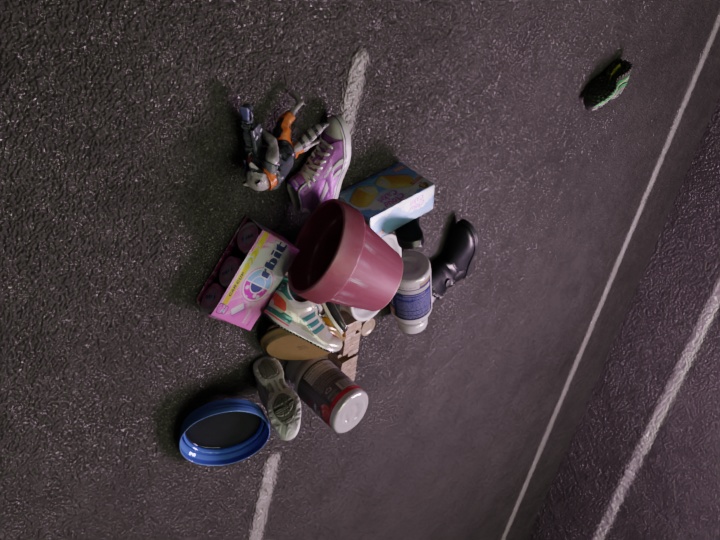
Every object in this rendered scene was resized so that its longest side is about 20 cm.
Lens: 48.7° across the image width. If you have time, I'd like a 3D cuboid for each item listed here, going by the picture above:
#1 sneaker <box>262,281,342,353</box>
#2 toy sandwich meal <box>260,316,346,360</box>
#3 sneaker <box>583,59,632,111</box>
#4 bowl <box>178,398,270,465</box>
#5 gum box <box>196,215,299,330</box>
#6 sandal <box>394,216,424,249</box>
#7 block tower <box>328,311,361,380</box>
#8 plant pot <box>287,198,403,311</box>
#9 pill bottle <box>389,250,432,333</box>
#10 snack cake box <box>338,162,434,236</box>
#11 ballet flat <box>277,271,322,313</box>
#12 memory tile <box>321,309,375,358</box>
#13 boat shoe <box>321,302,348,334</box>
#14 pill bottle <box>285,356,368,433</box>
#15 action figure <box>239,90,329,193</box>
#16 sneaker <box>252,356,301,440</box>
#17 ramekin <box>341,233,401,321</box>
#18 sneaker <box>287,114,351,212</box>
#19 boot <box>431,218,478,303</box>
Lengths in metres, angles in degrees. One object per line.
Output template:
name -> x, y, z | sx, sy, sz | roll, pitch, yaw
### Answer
sneaker -> -0.101, 0.094, 1.612 | 0.198, 0.070, 0.095 | 30, 85, -31
toy sandwich meal -> -0.124, 0.136, 1.748 | 0.199, 0.072, 0.206 | -5, 154, -2
sneaker -> 0.700, -0.505, 2.244 | 0.199, 0.077, 0.086 | -40, 144, -22
bowl -> -0.292, 0.346, 1.706 | 0.195, 0.040, 0.204 | -11, 137, -10
gum box -> -0.222, 0.013, 1.553 | 0.113, 0.066, 0.203 | 28, 96, -50
sandal -> 0.100, -0.092, 1.752 | 0.073, 0.202, 0.049 | -5, 121, 3
block tower -> -0.040, 0.191, 1.911 | 0.057, 0.054, 0.204 | -21, 133, -37
plant pot -> -0.021, -0.012, 1.564 | 0.177, 0.200, 0.203 | 27, 98, -29
pill bottle -> 0.124, 0.059, 1.981 | 0.110, 0.110, 0.203 | -35, 140, -26
snack cake box -> 0.054, -0.149, 1.721 | 0.198, 0.114, 0.068 | -30, 138, -33
ballet flat -> -0.133, 0.031, 1.700 | 0.201, 0.074, 0.065 | 58, 40, -58
memory tile -> -0.036, 0.127, 1.926 | 0.198, 0.017, 0.156 | -28, 137, -34
boat shoe -> -0.066, 0.034, 1.659 | 0.066, 0.204, 0.072 | -23, 175, -2
pill bottle -> -0.083, 0.269, 1.824 | 0.109, 0.199, 0.113 | -29, 138, -30
action figure -> -0.147, -0.226, 1.419 | 0.196, 0.103, 0.202 | -58, 160, -25
sneaker -> -0.178, 0.291, 1.739 | 0.076, 0.203, 0.101 | -12, 141, -15
ramekin -> 0.000, 0.000, 1.765 | 0.200, 0.096, 0.204 | -41, 143, -41
sneaker -> -0.085, -0.201, 1.551 | 0.112, 0.072, 0.205 | -15, 129, -39
boot -> 0.225, -0.015, 2.070 | 0.167, 0.076, 0.203 | -37, 148, -31
